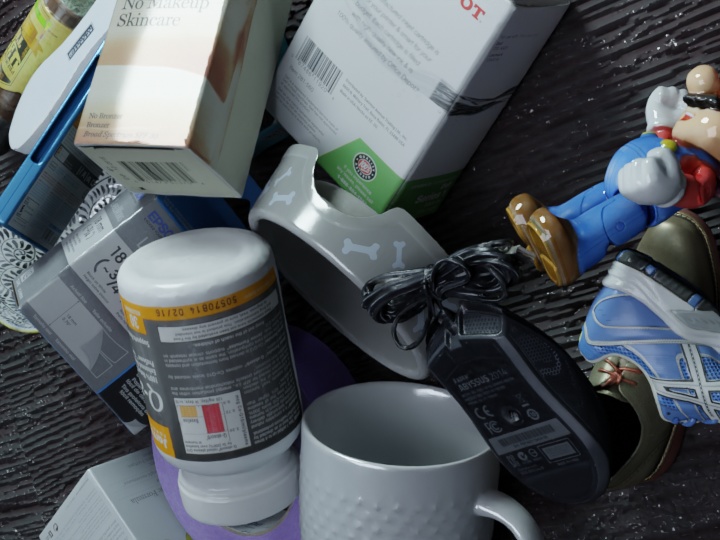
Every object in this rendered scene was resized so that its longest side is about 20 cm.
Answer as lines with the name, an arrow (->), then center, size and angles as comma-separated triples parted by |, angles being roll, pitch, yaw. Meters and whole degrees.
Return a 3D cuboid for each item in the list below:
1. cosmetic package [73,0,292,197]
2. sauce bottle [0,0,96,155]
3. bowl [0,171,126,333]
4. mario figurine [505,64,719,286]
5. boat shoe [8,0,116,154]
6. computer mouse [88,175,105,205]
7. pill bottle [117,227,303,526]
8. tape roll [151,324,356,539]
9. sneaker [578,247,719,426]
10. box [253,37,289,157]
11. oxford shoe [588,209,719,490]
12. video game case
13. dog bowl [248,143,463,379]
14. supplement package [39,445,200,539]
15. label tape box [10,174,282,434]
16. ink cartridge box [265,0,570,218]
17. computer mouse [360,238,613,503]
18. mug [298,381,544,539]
cosmetic package -> -0.123, -0.162, 1.068 | 0.103, 0.087, 0.201 | 2, 69, 25
sauce bottle -> -0.296, -0.182, 1.326 | 0.200, 0.065, 0.065 | -47, 70, 33
bowl -> -0.222, -0.020, 1.259 | 0.200, 0.094, 0.202 | -18, 54, 27
mario figurine -> 0.183, -0.078, 0.902 | 0.199, 0.106, 0.124 | -29, 51, -4
boat shoe -> -0.227, -0.170, 1.259 | 0.200, 0.068, 0.072 | -48, 40, 19
computer mouse -> -0.259, -0.055, 1.342 | 0.058, 0.034, 0.201 | 21, 112, 33
pill bottle -> -0.105, 0.079, 1.076 | 0.116, 0.116, 0.201 | 8, 118, 37
tape roll -> -0.084, 0.147, 1.221 | 0.199, 0.066, 0.201 | 9, 104, 38
sneaker -> 0.229, 0.070, 0.923 | 0.200, 0.076, 0.077 | 36, 100, 8
box -> -0.112, -0.196, 1.186 | 0.082, 0.049, 0.201 | -26, 82, 39
oxford shoe -> 0.192, 0.058, 0.976 | 0.070, 0.075, 0.201 | 18, 109, 35
video game case -> -0.217, -0.111, 1.162 | 0.018, 0.143, 0.200 | 32, 84, 6
dog bowl -> 0.000, 0.000, 1.058 | 0.200, 0.200, 0.059 | 36, 76, 28
supplement package -> -0.168, 0.268, 1.281 | 0.200, 0.114, 0.110 | 51, 126, 18
label tape box -> -0.148, 0.007, 1.136 | 0.144, 0.200, 0.063 | 52, 178, -25
ink cartridge box -> 0.036, -0.157, 1.053 | 0.146, 0.084, 0.200 | 47, 124, 21
computer mouse -> 0.103, 0.063, 0.946 | 0.138, 0.053, 0.200 | -20, 111, 47
mug -> 0.048, 0.198, 1.078 | 0.199, 0.147, 0.176 | 15, 113, 30
